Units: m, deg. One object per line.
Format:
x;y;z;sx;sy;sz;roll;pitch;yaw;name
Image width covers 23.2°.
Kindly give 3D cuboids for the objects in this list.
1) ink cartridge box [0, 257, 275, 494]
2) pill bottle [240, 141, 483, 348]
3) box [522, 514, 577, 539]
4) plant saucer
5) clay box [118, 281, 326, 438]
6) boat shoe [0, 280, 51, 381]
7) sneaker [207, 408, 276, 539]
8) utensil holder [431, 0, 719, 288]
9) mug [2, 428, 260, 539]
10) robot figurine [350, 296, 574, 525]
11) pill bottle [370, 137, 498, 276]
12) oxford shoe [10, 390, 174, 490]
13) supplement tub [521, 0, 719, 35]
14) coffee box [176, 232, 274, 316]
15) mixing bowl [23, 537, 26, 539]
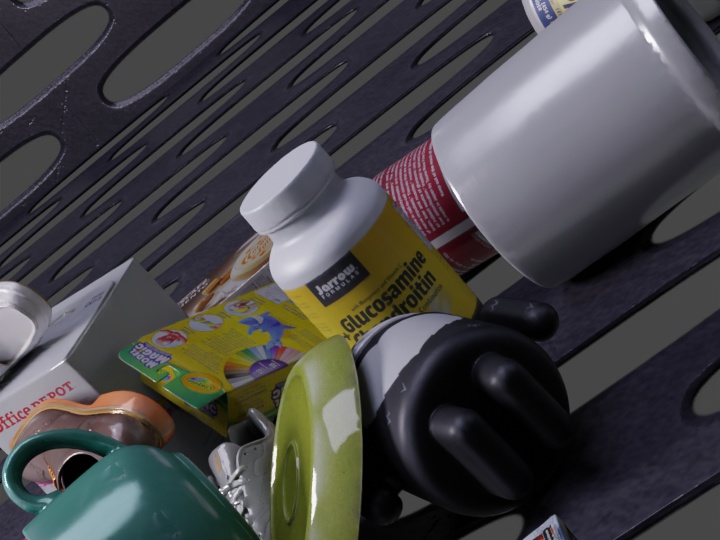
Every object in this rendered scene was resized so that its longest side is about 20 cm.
-0.203;0.124;1.520;0.145;0.200;0.145;-29;21;36;ink cartridge box
0.000;0.000;1.369;0.112;0.200;0.112;-38;17;14;pill bottle
0.080;0.227;0.929;0.137;0.040;0.200;-39;18;9;box
-0.034;0.143;1.179;0.200;0.031;0.202;-177;90;-78;plant saucer
-0.091;0.072;1.446;0.199;0.048;0.114;-24;37;-38;clay box
-0.329;0.078;1.474;0.200;0.071;0.070;-36;24;40;boat shoe
-0.085;0.181;1.310;0.075;0.092;0.200;-35;20;20;sneaker
0.177;-0.107;1.300;0.200;0.170;0.170;-39;17;21;utensil holder
-0.144;0.181;1.173;0.114;0.186;0.152;-42;20;-12;mug
0.058;0.090;1.151;0.149;0.126;0.200;-9;7;-21;robot figurine
0.059;-0.045;1.493;0.199;0.113;0.113;-32;20;29;pill bottle
-0.230;0.147;1.388;0.199;0.071;0.073;-21;32;49;oxford shoe
0.252;-0.276;1.563;0.199;0.145;0.145;-20;28;52;supplement tub
-0.102;0.029;1.726;0.200;0.080;0.114;-40;17;7;coffee box
-0.192;0.247;1.362;0.200;0.109;0.201;-37;19;15;mixing bowl
